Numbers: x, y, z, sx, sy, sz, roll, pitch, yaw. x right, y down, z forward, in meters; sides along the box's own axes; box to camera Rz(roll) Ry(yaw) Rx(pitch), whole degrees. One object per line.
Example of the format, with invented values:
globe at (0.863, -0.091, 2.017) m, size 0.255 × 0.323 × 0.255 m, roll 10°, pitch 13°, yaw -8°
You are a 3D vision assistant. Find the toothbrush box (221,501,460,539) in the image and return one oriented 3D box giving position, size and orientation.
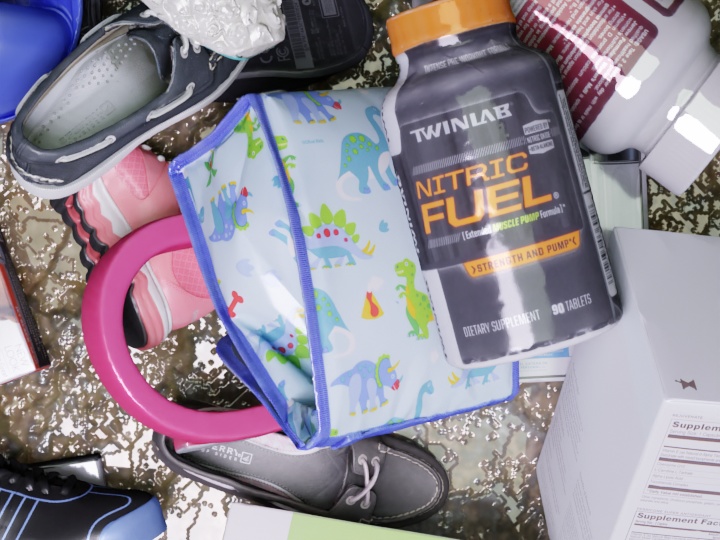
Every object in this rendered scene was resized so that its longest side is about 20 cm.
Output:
toothbrush box at (0.006, 0.236, 1.090) m, size 0.198 × 0.086 × 0.147 m, roll 7°, pitch 72°, yaw 12°

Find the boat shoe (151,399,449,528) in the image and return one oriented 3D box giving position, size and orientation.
boat shoe at (-0.039, 0.129, 1.141) m, size 0.198 × 0.057 × 0.067 m, roll 13°, pitch 91°, yaw -2°

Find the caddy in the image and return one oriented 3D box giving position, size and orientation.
caddy at (-0.270, -0.156, 1.099) m, size 0.198 × 0.105 × 0.143 m, roll -12°, pitch 83°, yaw 19°

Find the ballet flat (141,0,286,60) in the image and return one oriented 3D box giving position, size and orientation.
ballet flat at (-0.122, -0.204, 1.034) m, size 0.200 × 0.072 × 0.072 m, roll 41°, pitch 90°, yaw 3°

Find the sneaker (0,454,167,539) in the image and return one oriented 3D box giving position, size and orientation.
sneaker at (-0.224, 0.148, 1.113) m, size 0.198 × 0.070 × 0.079 m, roll -8°, pitch 97°, yaw -1°

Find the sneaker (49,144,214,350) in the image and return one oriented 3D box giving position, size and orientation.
sneaker at (-0.150, -0.051, 1.140) m, size 0.086 × 0.074 × 0.202 m, roll -20°, pitch 84°, yaw -31°

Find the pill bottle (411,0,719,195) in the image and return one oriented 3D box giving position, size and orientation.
pill bottle at (0.138, -0.140, 1.056) m, size 0.200 × 0.110 × 0.110 m, roll 38°, pitch 90°, yaw 4°

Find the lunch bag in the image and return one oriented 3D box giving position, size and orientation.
lunch bag at (0.000, 0.000, 1.063) m, size 0.169 × 0.127 × 0.201 m, roll -10°, pitch 72°, yaw -39°

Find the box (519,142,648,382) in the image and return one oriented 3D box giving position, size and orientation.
box at (0.124, -0.031, 1.141) m, size 0.115 × 0.060 × 0.202 m, roll -1°, pitch 91°, yaw -2°

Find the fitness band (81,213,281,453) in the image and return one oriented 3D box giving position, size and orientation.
fitness band at (-0.079, 0.032, 1.096) m, size 0.199 × 0.037 × 0.145 m, roll -11°, pitch 84°, yaw -38°

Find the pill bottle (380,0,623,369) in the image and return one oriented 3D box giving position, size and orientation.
pill bottle at (0.073, -0.054, 0.991) m, size 0.105 × 0.106 × 0.202 m, roll -16°, pitch 93°, yaw -1°

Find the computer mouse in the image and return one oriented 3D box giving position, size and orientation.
computer mouse at (-0.099, -0.166, 1.139) m, size 0.198 × 0.046 × 0.141 m, roll -15°, pitch 73°, yaw -13°

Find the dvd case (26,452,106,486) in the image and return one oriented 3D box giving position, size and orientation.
dvd case at (-0.225, 0.230, 1.158) m, size 0.141 × 0.018 × 0.202 m, roll -9°, pitch 92°, yaw -2°

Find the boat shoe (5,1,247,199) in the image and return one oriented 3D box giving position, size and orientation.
boat shoe at (-0.129, -0.121, 1.061) m, size 0.075 × 0.060 × 0.200 m, roll 40°, pitch 71°, yaw 6°

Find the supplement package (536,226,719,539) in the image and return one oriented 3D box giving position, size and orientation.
supplement package at (0.207, 0.104, 1.049) m, size 0.149 × 0.152 × 0.201 m, roll 5°, pitch 128°, yaw -9°

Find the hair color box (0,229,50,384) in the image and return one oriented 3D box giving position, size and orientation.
hair color box at (-0.313, 0.045, 1.130) m, size 0.198 × 0.064 × 0.112 m, roll -20°, pitch 91°, yaw -2°
